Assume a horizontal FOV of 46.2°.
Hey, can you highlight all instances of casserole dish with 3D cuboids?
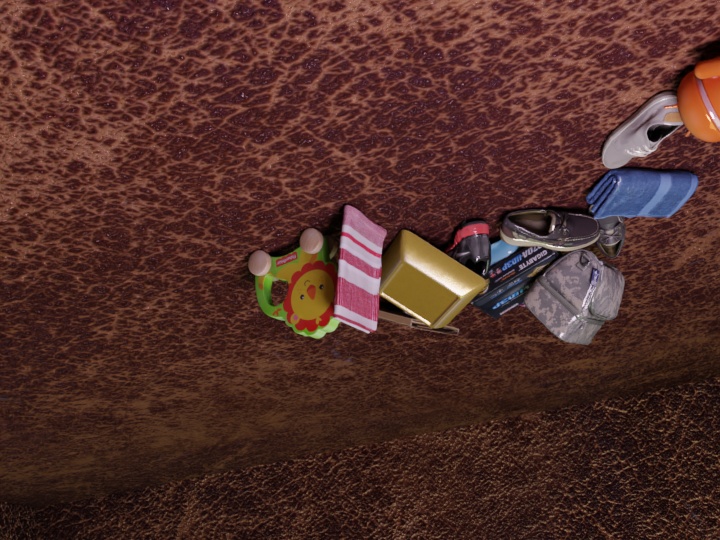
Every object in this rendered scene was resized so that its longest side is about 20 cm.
[{"bbox_3d":[0.322,-0.018,1.776,0.121,0.039,0.198,-40,149,29],"label":"casserole dish"}]

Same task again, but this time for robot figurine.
[{"bbox_3d":[0.548,-0.263,1.226,0.198,0.118,0.143,-27,179,35],"label":"robot figurine"}]

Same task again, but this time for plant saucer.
[{"bbox_3d":[0.123,0.034,1.690,0.198,0.049,0.200,32,145,-3],"label":"plant saucer"}]

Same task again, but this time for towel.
[{"bbox_3d":[0.000,0.000,1.521,0.022,0.205,0.143,-2,165,29],"label":"towel"},{"bbox_3d":[0.529,-0.142,1.577,0.196,0.049,0.112,0,146,-22],"label":"towel"}]

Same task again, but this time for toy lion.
[{"bbox_3d":[-0.107,0.035,1.564,0.197,0.196,0.068,-20,156,26],"label":"toy lion"}]

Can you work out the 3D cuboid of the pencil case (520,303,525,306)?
[{"bbox_3d":[0.446,0.039,1.947,0.195,0.085,0.087,-2,157,-16],"label":"pencil case"}]

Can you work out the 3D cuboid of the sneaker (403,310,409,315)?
[{"bbox_3d":[0.120,0.009,1.776,0.073,0.083,0.202,19,144,13],"label":"sneaker"}]

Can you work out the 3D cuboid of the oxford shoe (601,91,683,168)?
[{"bbox_3d":[0.458,-0.214,1.382,0.074,0.059,0.200,-4,159,-18],"label":"oxford shoe"}]

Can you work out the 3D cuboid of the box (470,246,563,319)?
[{"bbox_3d":[0.329,0.018,1.752,0.198,0.047,0.158,-33,153,16],"label":"box"}]

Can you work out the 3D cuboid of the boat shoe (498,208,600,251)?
[{"bbox_3d":[0.367,-0.082,1.624,0.195,0.075,0.065,-3,157,1],"label":"boat shoe"}]

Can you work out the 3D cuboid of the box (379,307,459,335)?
[{"bbox_3d":[0.103,0.111,1.931,0.161,0.022,0.198,13,180,-42],"label":"box"}]

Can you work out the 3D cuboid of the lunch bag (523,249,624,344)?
[{"bbox_3d":[0.443,0.046,1.706,0.169,0.139,0.199,-54,149,14],"label":"lunch bag"}]

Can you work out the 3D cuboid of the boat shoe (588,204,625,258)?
[{"bbox_3d":[0.503,-0.082,1.699,0.070,0.067,0.201,-12,157,15],"label":"boat shoe"}]

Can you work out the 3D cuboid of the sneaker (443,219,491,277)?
[{"bbox_3d":[0.212,-0.020,1.691,0.069,0.100,0.201,-6,159,-13],"label":"sneaker"}]
